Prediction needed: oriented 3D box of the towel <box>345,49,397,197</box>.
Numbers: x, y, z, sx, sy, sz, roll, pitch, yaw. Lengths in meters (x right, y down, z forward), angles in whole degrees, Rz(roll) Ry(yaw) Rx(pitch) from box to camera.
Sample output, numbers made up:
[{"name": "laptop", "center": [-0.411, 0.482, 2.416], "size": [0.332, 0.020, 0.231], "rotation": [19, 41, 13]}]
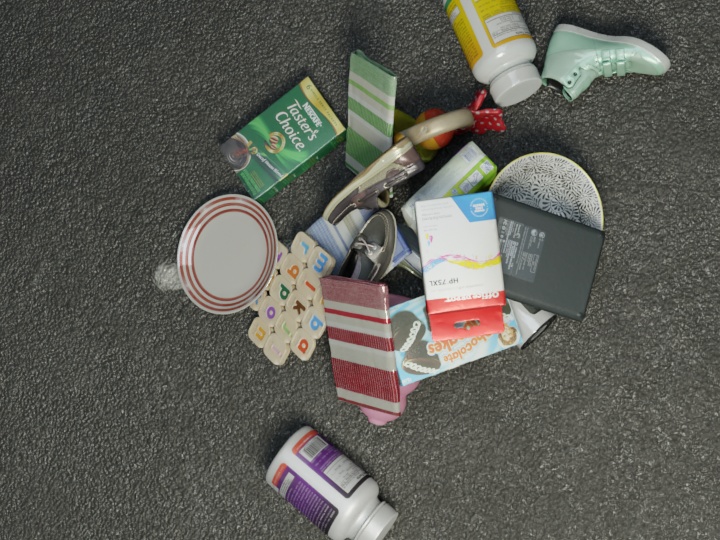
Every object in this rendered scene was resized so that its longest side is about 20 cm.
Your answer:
[{"name": "towel", "center": [0.018, -0.233, 1.728], "size": [0.023, 0.153, 0.203], "rotation": [-10, 120, -24]}]

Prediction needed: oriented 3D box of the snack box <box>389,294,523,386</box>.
[{"name": "snack box", "center": [0.133, 0.086, 1.630], "size": [0.197, 0.037, 0.118], "rotation": [-19, 86, -8]}]

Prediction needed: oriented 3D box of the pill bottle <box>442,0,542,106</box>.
[{"name": "pill bottle", "center": [0.218, -0.375, 1.760], "size": [0.111, 0.113, 0.203], "rotation": [-24, 76, 6]}]

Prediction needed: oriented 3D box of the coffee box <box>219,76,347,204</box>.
[{"name": "coffee box", "center": [-0.129, -0.220, 1.840], "size": [0.199, 0.044, 0.124], "rotation": [-36, 75, 4]}]

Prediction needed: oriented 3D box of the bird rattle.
[{"name": "bird rattle", "center": [0.131, -0.221, 1.735], "size": [0.196, 0.163, 0.115], "rotation": [-10, 96, 19]}]

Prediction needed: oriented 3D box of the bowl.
[{"name": "bowl", "center": [0.269, -0.076, 1.691], "size": [0.197, 0.094, 0.205], "rotation": [1, 88, -13]}]

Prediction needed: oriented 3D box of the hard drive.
[{"name": "hard drive", "center": [0.260, -0.020, 1.623], "size": [0.197, 0.033, 0.142], "rotation": [17, 85, -12]}]

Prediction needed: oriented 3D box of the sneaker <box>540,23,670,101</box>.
[{"name": "sneaker", "center": [0.386, -0.312, 1.732], "size": [0.197, 0.074, 0.120], "rotation": [18, 78, 24]}]

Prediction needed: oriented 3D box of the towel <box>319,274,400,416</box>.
[{"name": "towel", "center": [0.003, 0.110, 1.634], "size": [0.143, 0.023, 0.204], "rotation": [9, 111, 48]}]

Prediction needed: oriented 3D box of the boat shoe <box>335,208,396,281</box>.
[{"name": "boat shoe", "center": [0.000, 0.000, 1.701], "size": [0.066, 0.057, 0.203], "rotation": [30, 108, 26]}]

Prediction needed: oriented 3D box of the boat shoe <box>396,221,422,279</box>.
[{"name": "boat shoe", "center": [0.052, -0.040, 1.767], "size": [0.199, 0.072, 0.063], "rotation": [41, 115, 18]}]

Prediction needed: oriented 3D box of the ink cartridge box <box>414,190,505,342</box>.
[{"name": "ink cartridge box", "center": [0.144, -0.004, 1.550], "size": [0.114, 0.067, 0.204], "rotation": [-8, 89, 2]}]

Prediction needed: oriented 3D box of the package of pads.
[{"name": "package of pads", "center": [0.138, -0.112, 1.684], "size": [0.154, 0.200, 0.068], "rotation": [-44, 82, 2]}]

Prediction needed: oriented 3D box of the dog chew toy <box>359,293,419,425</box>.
[{"name": "dog chew toy", "center": [0.047, 0.141, 1.704], "size": [0.122, 0.124, 0.204], "rotation": [14, 90, 14]}]

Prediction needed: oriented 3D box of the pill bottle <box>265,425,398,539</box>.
[{"name": "pill bottle", "center": [-0.041, 0.345, 1.686], "size": [0.199, 0.111, 0.112], "rotation": [38, 89, 16]}]

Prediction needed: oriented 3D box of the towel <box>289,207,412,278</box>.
[{"name": "towel", "center": [-0.019, -0.032, 1.758], "size": [0.199, 0.024, 0.148], "rotation": [-39, 74, 27]}]

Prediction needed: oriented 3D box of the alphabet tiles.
[{"name": "alphabet tiles", "center": [-0.113, 0.045, 1.757], "size": [0.195, 0.014, 0.202], "rotation": [39, 106, 41]}]

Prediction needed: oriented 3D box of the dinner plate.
[{"name": "dinner plate", "center": [-0.221, -0.027, 1.821], "size": [0.197, 0.024, 0.205], "rotation": [-4, 81, 24]}]

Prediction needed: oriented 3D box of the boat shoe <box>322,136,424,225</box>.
[{"name": "boat shoe", "center": [0.019, -0.124, 1.675], "size": [0.199, 0.072, 0.065], "rotation": [-41, 89, 30]}]

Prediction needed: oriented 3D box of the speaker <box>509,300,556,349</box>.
[{"name": "speaker", "center": [0.213, 0.025, 1.707], "size": [0.081, 0.081, 0.200], "rotation": [-42, 74, 2]}]
